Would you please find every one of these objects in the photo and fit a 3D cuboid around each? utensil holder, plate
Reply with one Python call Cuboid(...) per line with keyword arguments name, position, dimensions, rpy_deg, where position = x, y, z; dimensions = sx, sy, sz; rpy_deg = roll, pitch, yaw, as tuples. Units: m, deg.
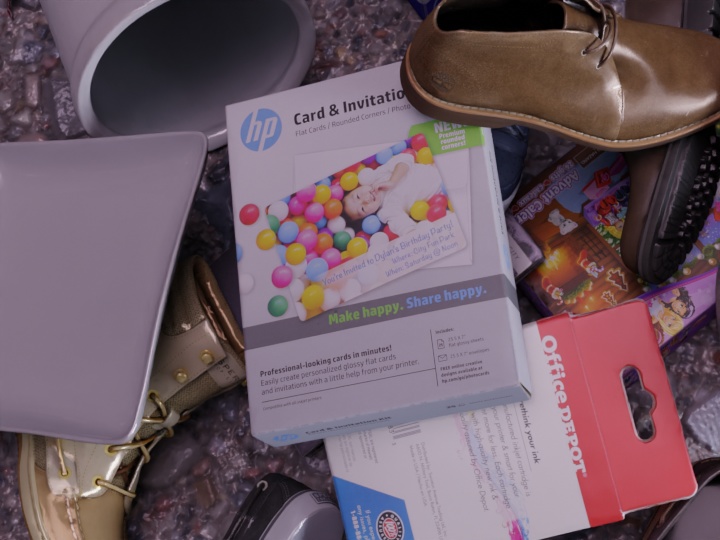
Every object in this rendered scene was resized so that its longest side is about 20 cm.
Cuboid(name="utensil holder", position=(-0.145, -0.207, 0.846), dimensions=(0.168, 0.170, 0.202), rpy_deg=(-28, 64, 0))
Cuboid(name="plate", position=(-0.191, 0.010, 0.779), dimensions=(0.197, 0.032, 0.203), rpy_deg=(-1, 66, 28))

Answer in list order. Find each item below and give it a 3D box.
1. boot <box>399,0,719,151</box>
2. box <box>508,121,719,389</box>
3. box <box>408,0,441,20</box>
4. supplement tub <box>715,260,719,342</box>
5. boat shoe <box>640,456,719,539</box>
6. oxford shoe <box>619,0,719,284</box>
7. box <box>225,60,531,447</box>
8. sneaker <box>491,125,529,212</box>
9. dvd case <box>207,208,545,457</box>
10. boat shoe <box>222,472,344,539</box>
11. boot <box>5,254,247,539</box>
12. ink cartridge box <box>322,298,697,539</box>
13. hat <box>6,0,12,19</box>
Cuboid(name="boot", position=(0.125, -0.114, 0.666), dimensions=(0.196, 0.076, 0.075), rpy_deg=(1, 68, -11))
Cuboid(name="box", position=(0.191, -0.035, 0.778), dimensions=(0.199, 0.039, 0.137), rpy_deg=(-38, 67, -4))
Cuboid(name="box", position=(0.080, -0.293, 0.810), dimensions=(0.183, 0.200, 0.106), rpy_deg=(-33, 67, -2))
Cuboid(name="supplement tub", position=(0.306, 0.038, 0.667), dimensions=(0.197, 0.145, 0.147), rpy_deg=(-11, 68, 6))
Cuboid(name="boat shoe", position=(0.166, 0.192, 0.680), dimensions=(0.074, 0.073, 0.202), rpy_deg=(19, 75, 18))
Cuboid(name="oxford shoe", position=(0.176, -0.086, 0.750), dimensions=(0.083, 0.073, 0.203), rpy_deg=(1, 66, 30))
Cuboid(name="box", position=(0.006, -0.014, 0.702), dimensions=(0.153, 0.041, 0.203), rpy_deg=(-11, 69, 14))
Cuboid(name="sneaker", position=(0.092, -0.132, 0.764), dimensions=(0.069, 0.109, 0.202), rpy_deg=(21, 49, -10))
Cuboid(name="dvd case", position=(0.000, 0.000, 0.796), dimensions=(0.199, 0.016, 0.149), rpy_deg=(-40, 66, 9))
Cuboid(name="boat shoe", position=(-0.084, 0.213, 0.735), dimensions=(0.056, 0.069, 0.201), rpy_deg=(26, 75, 39))
Cuboid(name="boot", position=(-0.135, 0.102, 0.774), dimensions=(0.154, 0.073, 0.202), rpy_deg=(-25, 60, 9))
Cuboid(name="ink cartridge box", position=(0.083, 0.096, 0.713), dimensions=(0.197, 0.067, 0.118), rpy_deg=(-16, 82, 12))
Cuboid(name="hat", position=(-0.208, -0.335, 0.988), dimensions=(0.198, 0.177, 0.167), rpy_deg=(-15, 58, -36))
